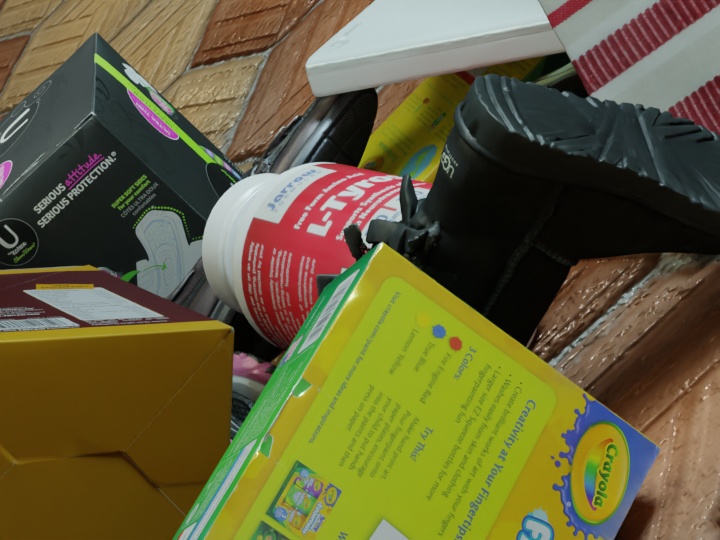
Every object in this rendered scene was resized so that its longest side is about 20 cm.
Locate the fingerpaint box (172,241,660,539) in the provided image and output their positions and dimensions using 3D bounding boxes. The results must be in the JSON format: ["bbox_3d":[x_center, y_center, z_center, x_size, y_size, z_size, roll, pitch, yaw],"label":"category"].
[{"bbox_3d":[0.016,0.120,1.132,0.200,0.167,0.073,-60,10,-28],"label":"fingerpaint box"}]

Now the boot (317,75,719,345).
[{"bbox_3d":[0.092,-0.004,1.242,0.163,0.197,0.074,-59,31,32],"label":"boot"}]

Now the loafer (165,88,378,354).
[{"bbox_3d":[-0.061,-0.035,1.532,0.063,0.072,0.201,27,86,24],"label":"loafer"}]

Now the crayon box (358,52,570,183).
[{"bbox_3d":[0.062,-0.081,1.555,0.200,0.051,0.127,-45,22,2],"label":"crayon box"}]

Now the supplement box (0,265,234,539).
[{"bbox_3d":[-0.204,0.082,1.423,0.200,0.196,0.134,19,109,58],"label":"supplement box"}]

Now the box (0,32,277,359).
[{"bbox_3d":[-0.145,-0.026,1.633,0.124,0.200,0.149,-40,23,14],"label":"box"}]

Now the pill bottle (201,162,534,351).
[{"bbox_3d":[0.000,0.000,1.405,0.200,0.112,0.112,15,62,52],"label":"pill bottle"}]

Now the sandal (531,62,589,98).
[{"bbox_3d":[0.155,-0.099,1.394,0.057,0.080,0.201,-40,18,-22],"label":"sandal"}]

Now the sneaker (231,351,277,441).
[{"bbox_3d":[-0.112,0.108,1.518,0.200,0.080,0.087,-23,42,55],"label":"sneaker"}]

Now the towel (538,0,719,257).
[{"bbox_3d":[0.176,-0.126,1.293,0.144,0.201,0.023,-35,-17,27],"label":"towel"}]

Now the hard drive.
[{"bbox_3d":[0.081,-0.151,1.493,0.199,0.026,0.132,-7,22,30],"label":"hard drive"}]
